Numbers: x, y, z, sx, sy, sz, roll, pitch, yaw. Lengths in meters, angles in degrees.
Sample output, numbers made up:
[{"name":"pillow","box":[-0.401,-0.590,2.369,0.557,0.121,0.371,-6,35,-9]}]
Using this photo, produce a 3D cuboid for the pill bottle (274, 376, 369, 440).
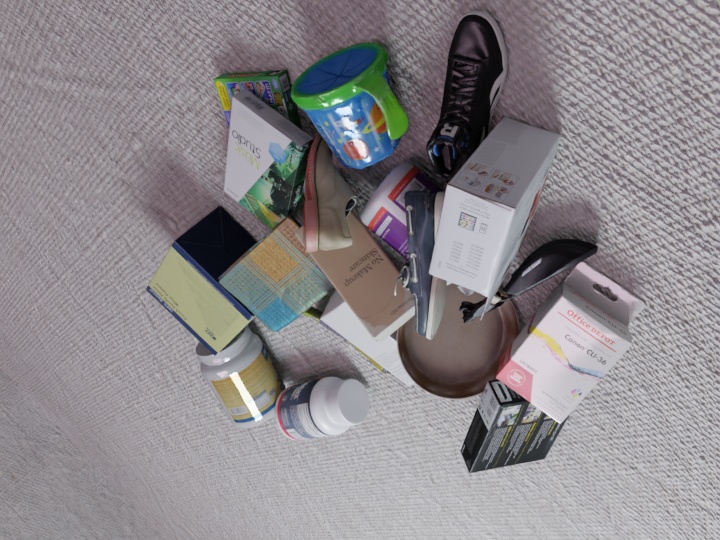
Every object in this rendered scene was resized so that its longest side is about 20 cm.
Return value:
[{"name":"pill bottle","box":[-0.078,0.287,1.289,0.199,0.120,0.120,-22,109,43]}]

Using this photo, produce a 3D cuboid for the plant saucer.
[{"name":"plant saucer","box":[0.152,0.101,0.968,0.198,0.032,0.203,-1,97,-6]}]

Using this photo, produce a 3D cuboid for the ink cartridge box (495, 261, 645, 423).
[{"name":"ink cartridge box","box":[0.298,0.101,0.872,0.116,0.067,0.201,34,114,6]}]

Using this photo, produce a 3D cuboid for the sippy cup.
[{"name":"sippy cup","box":[-0.008,-0.218,0.842,0.138,0.179,0.131,-19,127,12]}]

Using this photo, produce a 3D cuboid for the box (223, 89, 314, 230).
[{"name":"box","box":[-0.154,-0.166,0.987,0.144,0.036,0.201,38,141,16]}]

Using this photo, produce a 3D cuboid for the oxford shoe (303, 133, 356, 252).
[{"name":"oxford shoe","box":[-0.043,-0.111,0.880,0.073,0.202,0.071,2,151,-5]}]

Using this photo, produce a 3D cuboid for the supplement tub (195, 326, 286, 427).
[{"name":"supplement tub","box":[-0.262,0.227,1.351,0.144,0.145,0.201,-3,122,36]}]

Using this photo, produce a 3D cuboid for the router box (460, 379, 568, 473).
[{"name":"router box","box":[0.260,0.252,1.014,0.148,0.051,0.201,-5,133,-15]}]

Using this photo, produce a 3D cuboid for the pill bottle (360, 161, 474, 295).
[{"name":"pill bottle","box":[0.104,-0.057,0.894,0.200,0.113,0.113,40,137,1]}]

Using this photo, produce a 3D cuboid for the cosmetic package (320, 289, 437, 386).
[{"name":"cosmetic package","box":[0.045,0.087,1.030,0.200,0.108,0.085,39,138,-12]}]

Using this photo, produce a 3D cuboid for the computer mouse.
[{"name":"computer mouse","box":[0.221,0.008,0.849,0.200,0.140,0.046,-37,77,40]}]

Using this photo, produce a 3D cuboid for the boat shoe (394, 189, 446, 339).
[{"name":"boat shoe","box":[0.082,-0.007,0.816,0.061,0.075,0.202,6,112,16]}]

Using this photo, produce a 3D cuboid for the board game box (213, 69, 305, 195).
[{"name":"board game box","box":[-0.153,-0.221,1.005,0.133,0.029,0.202,7,127,30]}]

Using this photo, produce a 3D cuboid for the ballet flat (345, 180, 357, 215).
[{"name":"ballet flat","box":[-0.034,-0.064,1.022,0.074,0.074,0.201,13,133,27]}]

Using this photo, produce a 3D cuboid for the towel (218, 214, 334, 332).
[{"name":"towel","box":[-0.134,0.011,1.048,0.200,0.022,0.147,-37,104,30]}]

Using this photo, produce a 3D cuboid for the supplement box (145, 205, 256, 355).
[{"name":"supplement box","box":[-0.283,0.025,1.213,0.200,0.134,0.200,44,136,-3]}]

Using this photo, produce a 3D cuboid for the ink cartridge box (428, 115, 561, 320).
[{"name":"ink cartridge box","box":[0.166,-0.068,0.776,0.083,0.200,0.177,23,133,18]}]

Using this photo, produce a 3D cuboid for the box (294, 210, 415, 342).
[{"name":"box","box":[0.000,0.000,0.917,0.200,0.095,0.078,51,180,13]}]

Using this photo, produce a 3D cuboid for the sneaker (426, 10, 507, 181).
[{"name":"sneaker","box":[0.129,-0.204,0.760,0.072,0.112,0.201,16,131,23]}]

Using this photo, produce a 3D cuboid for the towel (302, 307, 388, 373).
[{"name":"towel","box":[-0.020,0.128,1.130,0.199,0.023,0.144,34,177,12]}]
